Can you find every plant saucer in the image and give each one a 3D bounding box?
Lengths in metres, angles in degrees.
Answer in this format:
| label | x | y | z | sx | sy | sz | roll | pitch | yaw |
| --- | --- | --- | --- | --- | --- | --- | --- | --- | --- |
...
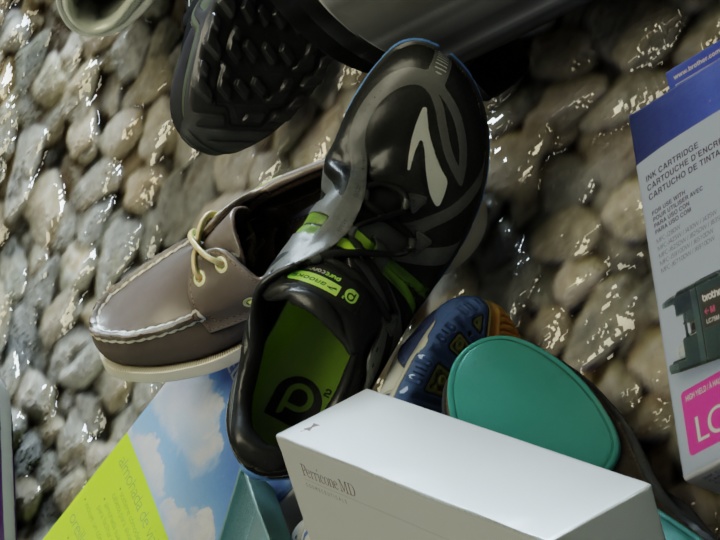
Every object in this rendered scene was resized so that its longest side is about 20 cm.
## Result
| label | x | y | z | sx | sy | sz | roll | pitch | yaw |
| --- | --- | --- | --- | --- | --- | --- | --- | --- | --- |
| plant saucer | -0.066 | 0.190 | 1.143 | 0.070 | 0.019 | 0.201 | -116 | 41 | -61 |

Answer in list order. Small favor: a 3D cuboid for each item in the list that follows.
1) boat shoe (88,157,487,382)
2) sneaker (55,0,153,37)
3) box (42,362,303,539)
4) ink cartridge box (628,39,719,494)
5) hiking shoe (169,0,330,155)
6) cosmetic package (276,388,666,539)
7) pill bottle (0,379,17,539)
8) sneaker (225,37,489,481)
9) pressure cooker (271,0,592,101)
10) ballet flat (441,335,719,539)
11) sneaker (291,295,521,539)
| label | x | y | z | sx | sy | sz | roll | pitch | yaw |
| --- | --- | --- | --- | --- | --- | --- | --- | --- | --- |
| boat shoe | -0.043 | -0.008 | 1.164 | 0.199 | 0.060 | 0.072 | -20 | 48 | 18 |
| sneaker | -0.102 | -0.215 | 1.363 | 0.201 | 0.073 | 0.116 | -59 | 15 | 28 |
| box | -0.077 | 0.117 | 1.215 | 0.200 | 0.047 | 0.122 | -52 | 41 | 20 |
| ink cartridge box | 0.165 | -0.025 | 0.987 | 0.119 | 0.042 | 0.201 | -32 | 48 | 39 |
| hiking shoe | -0.057 | -0.146 | 1.309 | 0.100 | 0.075 | 0.201 | -13 | 54 | 58 |
| cosmetic package | 0.053 | 0.136 | 0.953 | 0.200 | 0.051 | 0.152 | 15 | 128 | 59 |
| pill bottle | -0.242 | 0.111 | 1.373 | 0.111 | 0.111 | 0.201 | -36 | 47 | 36 |
| sneaker | 0.000 | 0.000 | 1.074 | 0.083 | 0.070 | 0.201 | -41 | -24 | -86 |
| pressure cooker | 0.033 | -0.182 | 1.112 | 0.199 | 0.178 | 0.177 | -24 | 58 | 42 |
| ballet flat | 0.096 | 0.103 | 0.986 | 0.073 | 0.073 | 0.200 | -58 | 42 | 14 |
| sneaker | 0.006 | 0.103 | 1.095 | 0.088 | 0.075 | 0.201 | 13 | 82 | 56 |
